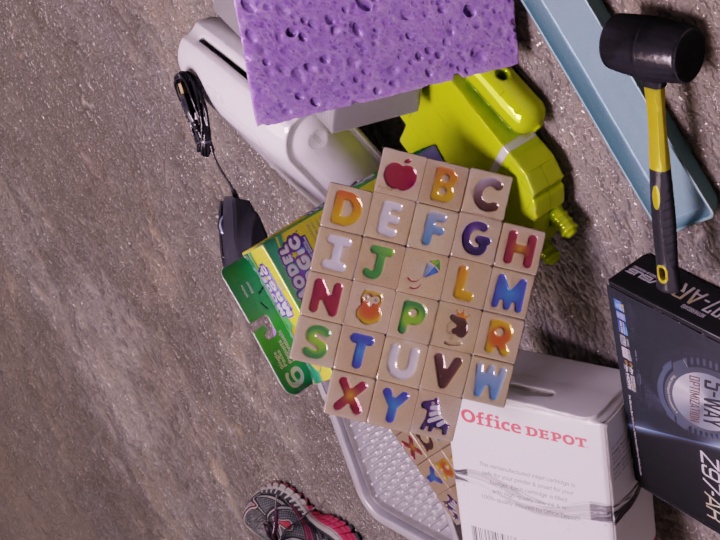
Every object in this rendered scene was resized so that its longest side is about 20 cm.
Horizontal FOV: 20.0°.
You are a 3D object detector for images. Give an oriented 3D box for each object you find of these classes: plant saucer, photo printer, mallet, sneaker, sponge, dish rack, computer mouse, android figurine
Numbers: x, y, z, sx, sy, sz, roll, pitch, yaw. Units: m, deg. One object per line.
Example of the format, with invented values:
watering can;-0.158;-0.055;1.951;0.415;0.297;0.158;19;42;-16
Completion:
plant saucer;0.180;-0.119;1.409;0.201;0.019;0.070;60;155;-2
photo printer;-0.058;-0.121;1.679;0.166;0.070;0.200;41;178;37
mallet;0.193;-0.079;1.371;0.066;0.041;0.202;25;132;36
sneaker;-0.076;0.295;2.268;0.199;0.074;0.081;17;134;55
sponge;0.012;-0.175;1.448;0.030;0.198;0.112;-108;5;-50
dish rack;0.039;0.173;1.961;0.171;0.043;0.201;21;137;50
computer mouse;-0.114;-0.063;1.621;0.202;0.034;0.059;67;161;10
android figurine;0.093;-0.091;1.568;0.200;0.041;0.182;50;153;16

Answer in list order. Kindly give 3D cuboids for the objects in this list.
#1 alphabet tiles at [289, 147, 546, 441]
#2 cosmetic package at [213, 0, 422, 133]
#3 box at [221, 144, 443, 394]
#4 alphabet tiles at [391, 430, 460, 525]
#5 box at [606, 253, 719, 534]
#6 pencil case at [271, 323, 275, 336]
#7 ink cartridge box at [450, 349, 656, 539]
alphabet tiles;0.042;0.018;1.507;0.006;0.165;0.202;-132;56;-87
cosmetic package;-0.034;-0.206;1.566;0.200;0.089;0.108;52;147;41
box;0.000;0.000;1.559;0.118;0.199;0.048;60;156;-4
alphabet tiles;0.098;0.181;1.813;0.201;0.008;0.167;55;154;4
box;0.260;0.104;1.488;0.160;0.043;0.201;31;144;44
pencil case;0.022;0.038;1.658;0.084;0.199;0.086;30;107;43
ink cartridge box;0.155;0.171;1.636;0.144;0.083;0.202;10;122;31
